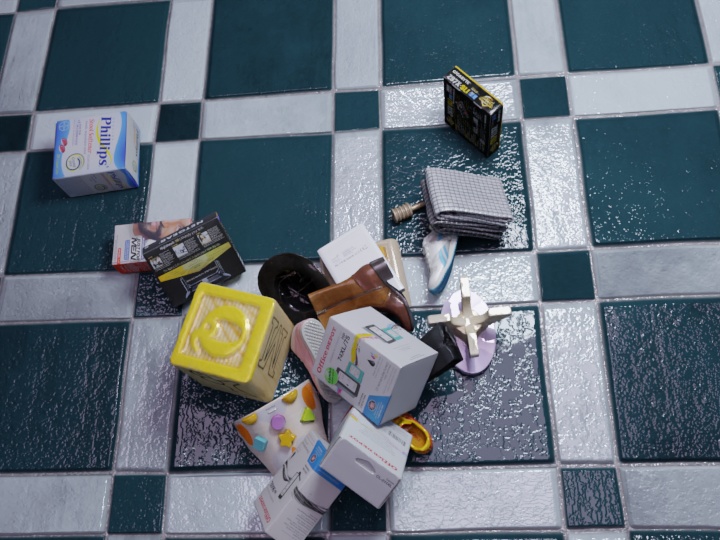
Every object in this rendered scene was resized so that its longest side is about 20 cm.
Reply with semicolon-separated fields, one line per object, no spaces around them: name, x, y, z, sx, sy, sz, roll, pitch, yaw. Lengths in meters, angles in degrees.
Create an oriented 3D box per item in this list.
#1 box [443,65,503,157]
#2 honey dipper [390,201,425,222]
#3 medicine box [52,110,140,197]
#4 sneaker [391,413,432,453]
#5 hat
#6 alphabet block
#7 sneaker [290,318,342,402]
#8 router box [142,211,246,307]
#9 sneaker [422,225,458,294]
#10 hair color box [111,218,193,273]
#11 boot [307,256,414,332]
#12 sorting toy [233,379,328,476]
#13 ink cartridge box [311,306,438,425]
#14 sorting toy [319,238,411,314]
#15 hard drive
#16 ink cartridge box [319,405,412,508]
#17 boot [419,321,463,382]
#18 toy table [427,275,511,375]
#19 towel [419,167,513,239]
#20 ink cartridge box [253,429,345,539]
box;0.277;-0.388;1.767;0.049;0.200;0.160;-40;69;-8
honey dipper;0.173;-0.172;1.782;0.199;0.038;0.038;-22;67;-5
medicine box;-0.699;-0.311;1.905;0.198;0.103;0.183;-8;67;4
sneaker;0.077;0.325;1.570;0.199;0.077;0.073;30;76;19
hat;-0.142;0.037;1.702;0.199;0.202;0.081;14;27;12
alphabet block;-0.279;0.165;1.606;0.194;0.200;0.198;11;70;12
sneaker;-0.099;0.205;1.649;0.075;0.104;0.201;-24;96;-26
router box;-0.401;-0.026;1.730;0.199;0.158;0.052;-26;25;-5
sneaker;0.183;-0.033;1.705;0.080;0.077;0.201;12;61;9
hair color box;-0.517;-0.062;1.805;0.198;0.064;0.112;-6;67;3
boot;0.006;0.094;1.617;0.199;0.069;0.189;-29;103;1
sorting toy;-0.158;0.370;1.584;0.199;0.107;0.181;-29;87;-5
ink cartridge box;0.028;0.195;1.513;0.199;0.146;0.148;32;115;30
sorting toy;0.009;0.023;1.722;0.198;0.037;0.186;-12;67;2
hard drive;0.000;0.000;1.702;0.131;0.027;0.201;-31;66;-2
ink cartridge box;0.014;0.361;1.434;0.145;0.200;0.083;35;105;2
boot;0.113;0.173;1.571;0.065;0.200;0.165;-17;69;-49
toy table;0.245;0.122;1.611;0.183;0.117;0.201;-17;66;-1
towel;0.249;-0.159;1.703;0.198;0.086;0.166;6;45;-14
ink cartridge box;-0.121;0.453;1.484;0.084;0.146;0.200;41;83;-18
